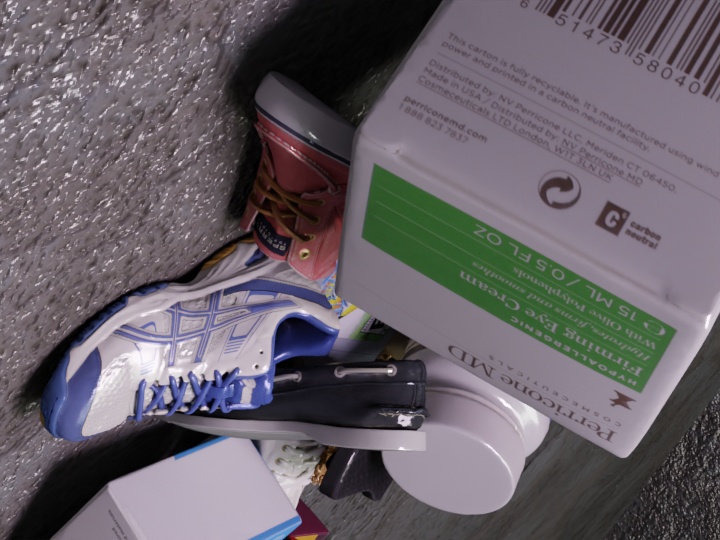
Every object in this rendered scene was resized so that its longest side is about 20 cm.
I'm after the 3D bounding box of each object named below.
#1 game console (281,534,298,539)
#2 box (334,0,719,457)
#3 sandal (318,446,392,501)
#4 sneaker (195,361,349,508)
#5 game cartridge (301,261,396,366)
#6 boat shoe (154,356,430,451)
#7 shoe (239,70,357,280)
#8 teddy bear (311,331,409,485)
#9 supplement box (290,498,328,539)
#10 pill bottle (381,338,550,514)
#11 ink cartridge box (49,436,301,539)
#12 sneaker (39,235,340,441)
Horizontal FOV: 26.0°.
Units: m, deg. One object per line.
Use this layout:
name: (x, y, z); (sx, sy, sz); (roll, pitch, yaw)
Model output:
game console: (-0.110, 0.279, 1.123); (0.199, 0.031, 0.178); (-17, -126, 50)
box: (0.117, -0.052, 0.841); (0.201, 0.198, 0.172); (-56, 168, -26)
sandal: (0.000, 0.126, 1.127); (0.075, 0.045, 0.200); (-64, 164, 1)
sneaker: (-0.048, 0.132, 1.115); (0.072, 0.085, 0.200); (0, 153, -36)
game cartridge: (0.000, 0.000, 1.080); (0.133, 0.041, 0.200); (12, 119, -50)
boat shoe: (-0.044, 0.082, 1.017); (0.076, 0.199, 0.061); (20, 74, -65)
shoe: (-0.031, -0.047, 0.897); (0.091, 0.071, 0.200); (-53, 165, 4)
teddy bear: (0.013, 0.088, 1.234); (0.145, 0.067, 0.200); (-47, 166, -31)
supplement box: (-0.133, 0.258, 1.277); (0.200, 0.086, 0.110); (-49, 161, 7)
pill bottle: (0.088, 0.065, 1.103); (0.114, 0.113, 0.201); (111, 2, -49)
ink cartridge box: (-0.159, 0.209, 1.069); (0.200, 0.086, 0.146); (-45, 164, 31)
sneaker: (-0.095, 0.052, 0.933); (0.200, 0.088, 0.075); (-34, 156, -32)
